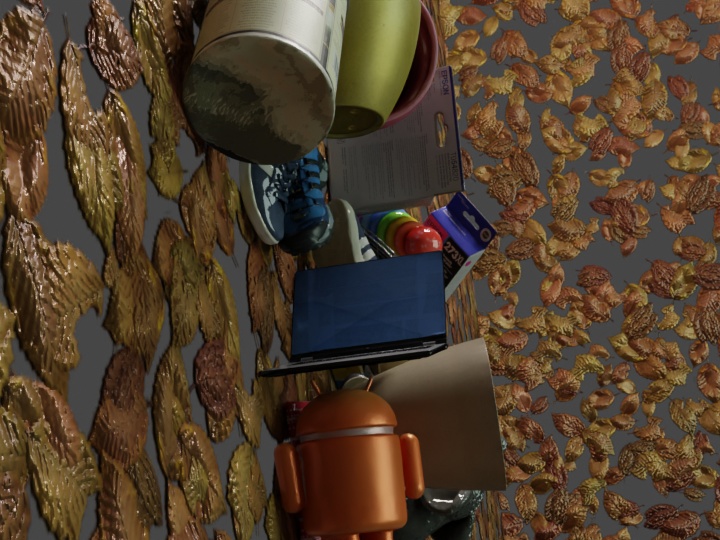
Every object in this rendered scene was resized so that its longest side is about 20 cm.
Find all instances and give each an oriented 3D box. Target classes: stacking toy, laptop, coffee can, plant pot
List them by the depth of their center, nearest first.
[{"bbox_3d":[-0.089,-0.224,1.114,0.201,0.145,0.147,-85,163,-46],"label":"coffee can"},{"bbox_3d":[-0.004,0.045,1.252,0.200,0.185,0.117,2,80,-78],"label":"laptop"},{"bbox_3d":[-0.024,-0.240,1.317,0.200,0.198,0.143,48,38,-70],"label":"plant pot"},{"bbox_3d":[0.068,0.189,1.384,0.187,0.198,0.189,-8,90,-87],"label":"plant pot"},{"bbox_3d":[0.000,-0.279,1.524,0.179,0.198,0.202,124,-41,-85],"label":"plant pot"},{"bbox_3d":[0.057,-0.056,1.630,0.200,0.085,0.086,27,-47,59],"label":"stacking toy"}]

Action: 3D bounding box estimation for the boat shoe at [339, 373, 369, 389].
[{"bbox_3d":[0.011,0.218,1.501,0.063,0.070,0.202,-94,170,-63],"label":"boat shoe"}]

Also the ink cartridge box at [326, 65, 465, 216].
[{"bbox_3d":[0.049,-0.185,1.628,0.041,0.198,0.202,46,38,-69],"label":"ink cartridge box"}]

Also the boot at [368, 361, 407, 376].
[{"bbox_3d":[0.070,0.188,1.508,0.201,0.072,0.156,77,-8,-52],"label":"boot"}]

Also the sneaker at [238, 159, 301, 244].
[{"bbox_3d":[-0.085,-0.131,1.225,0.075,0.084,0.202,30,54,-76],"label":"sneaker"}]

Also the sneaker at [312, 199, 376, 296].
[{"bbox_3d":[0.000,0.000,1.421,0.084,0.075,0.201,22,40,-42],"label":"sneaker"}]

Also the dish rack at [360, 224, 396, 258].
[{"bbox_3d":[0.040,0.023,1.603,0.153,0.054,0.201,40,-29,39],"label":"dish rack"}]

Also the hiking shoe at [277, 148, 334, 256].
[{"bbox_3d":[-0.079,-0.096,1.301,0.201,0.074,0.087,-98,166,-52],"label":"hiking shoe"}]

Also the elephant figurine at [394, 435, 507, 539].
[{"bbox_3d":[0.117,0.328,1.621,0.141,0.198,0.157,16,67,-78],"label":"elephant figurine"}]

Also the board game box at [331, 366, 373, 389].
[{"bbox_3d":[-0.017,0.076,1.532,0.154,0.040,0.201,-85,163,-47],"label":"board game box"}]

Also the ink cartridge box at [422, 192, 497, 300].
[{"bbox_3d":[0.112,-0.014,1.658,0.037,0.201,0.095,-2,45,-51],"label":"ink cartridge box"}]

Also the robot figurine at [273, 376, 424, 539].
[{"bbox_3d":[-0.009,0.216,1.211,0.117,0.142,0.202,35,48,-73],"label":"robot figurine"}]

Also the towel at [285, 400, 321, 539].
[{"bbox_3d":[-0.051,0.252,1.298,0.145,0.022,0.202,25,57,-74],"label":"towel"}]
